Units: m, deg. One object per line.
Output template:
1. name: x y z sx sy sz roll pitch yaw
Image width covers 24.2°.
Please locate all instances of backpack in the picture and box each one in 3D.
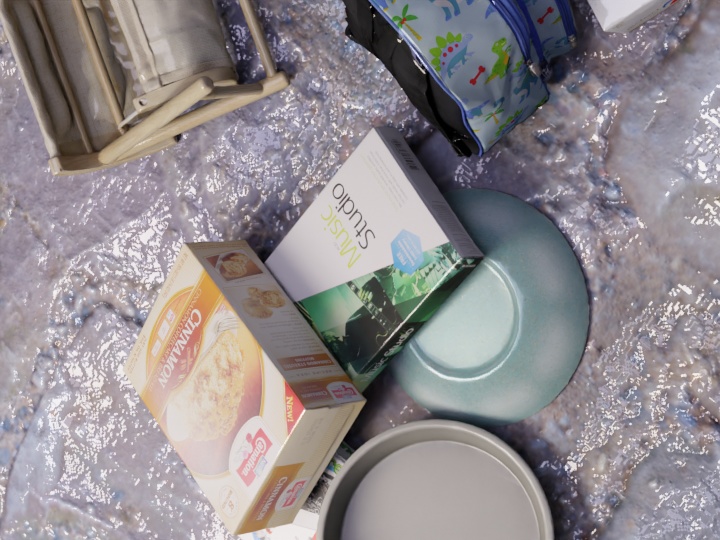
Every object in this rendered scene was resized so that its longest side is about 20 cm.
1. backpack: 0.069 -0.205 1.291 0.147 0.200 0.183 -43 74 3

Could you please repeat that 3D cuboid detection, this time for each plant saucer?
1. plant saucer: 0.089 0.034 1.395 0.200 0.039 0.203 3 97 27

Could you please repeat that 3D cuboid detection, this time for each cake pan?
1. cake pan: 0.063 0.226 1.394 0.199 0.037 0.202 -3 77 12

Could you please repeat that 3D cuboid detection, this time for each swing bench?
1. swing bench: -0.200 -0.212 1.470 0.199 0.129 0.200 -23 86 32

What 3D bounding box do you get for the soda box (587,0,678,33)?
1. soda box: 0.179 -0.286 1.304 0.068 0.064 0.201 -31 80 26

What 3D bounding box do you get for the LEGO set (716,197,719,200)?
1. LEGO set: 0.372 -0.026 1.229 0.153 0.116 0.201 -32 84 -4

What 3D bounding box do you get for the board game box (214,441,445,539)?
1. board game box: -0.021 0.226 1.472 0.200 0.035 0.127 39 109 18

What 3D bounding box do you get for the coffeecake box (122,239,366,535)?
1. coffeecake box: -0.104 0.098 1.435 0.200 0.073 0.154 51 126 31

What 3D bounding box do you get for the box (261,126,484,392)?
1. box: 0.000 0.000 1.407 0.200 0.036 0.145 -50 59 32
